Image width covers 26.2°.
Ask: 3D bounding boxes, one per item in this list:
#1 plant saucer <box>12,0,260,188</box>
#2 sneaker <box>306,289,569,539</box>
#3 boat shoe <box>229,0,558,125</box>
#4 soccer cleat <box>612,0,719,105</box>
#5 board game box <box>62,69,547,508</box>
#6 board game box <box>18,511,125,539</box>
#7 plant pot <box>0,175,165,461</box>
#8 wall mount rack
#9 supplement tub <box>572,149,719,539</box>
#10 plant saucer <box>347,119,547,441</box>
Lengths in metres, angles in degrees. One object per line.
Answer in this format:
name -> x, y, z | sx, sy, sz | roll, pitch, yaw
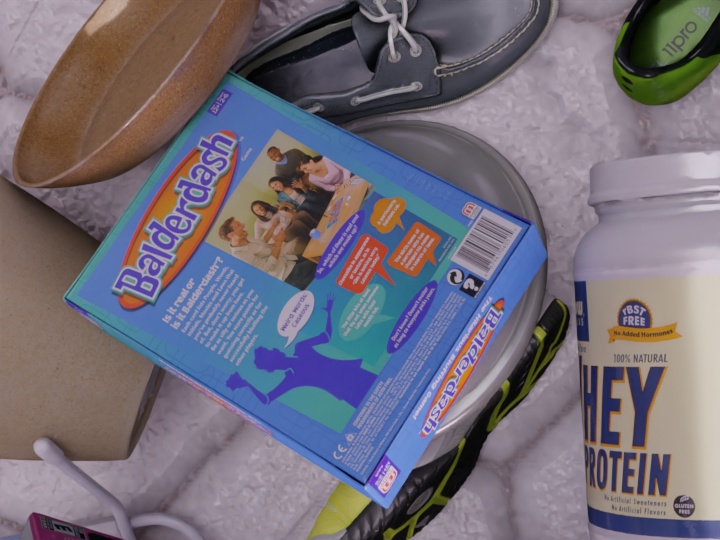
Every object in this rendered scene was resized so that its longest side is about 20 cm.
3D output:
plant saucer -> -0.117, -0.118, 0.861 | 0.035, 0.200, 0.200 | 38, 103, -28
sneaker -> 0.031, 0.082, 0.862 | 0.076, 0.075, 0.200 | 39, 90, 20
boat shoe -> 0.013, -0.122, 0.865 | 0.199, 0.062, 0.073 | -17, 86, 15
soccer cleat -> 0.200, -0.172, 0.802 | 0.067, 0.081, 0.200 | 36, 99, 13
board game box -> -0.030, 0.004, 0.783 | 0.200, 0.045, 0.152 | 29, 79, 26
board game box -> -0.083, 0.206, 0.805 | 0.199, 0.148, 0.064 | 23, 97, -21
plant pot -> -0.210, 0.030, 0.882 | 0.199, 0.187, 0.188 | 19, 95, -1
wall mount rack -> -0.194, 0.171, 0.900 | 0.199, 0.075, 0.174 | -13, 107, 15
supplement tub -> 0.181, 0.044, 0.775 | 0.144, 0.145, 0.201 | -4, 89, 16
plant saucer -> 0.000, 0.000, 0.836 | 0.199, 0.050, 0.201 | -10, 63, 21
